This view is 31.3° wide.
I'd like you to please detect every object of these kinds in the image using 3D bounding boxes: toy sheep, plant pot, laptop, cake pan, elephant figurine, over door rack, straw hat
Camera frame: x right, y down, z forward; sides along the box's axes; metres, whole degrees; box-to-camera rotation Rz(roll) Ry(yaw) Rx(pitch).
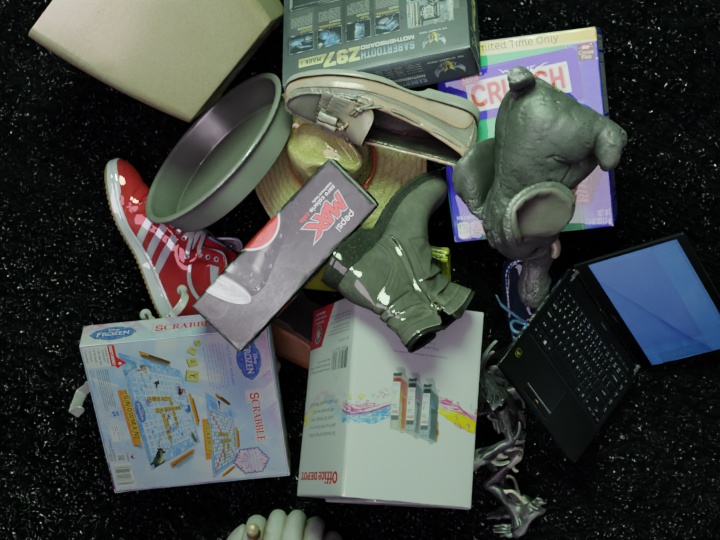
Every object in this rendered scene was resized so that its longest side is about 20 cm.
[{"bbox_3d":[-0.087,0.326,1.426,0.198,0.138,0.139,16,102,2],"label":"toy sheep"},{"bbox_3d":[-0.189,-0.270,1.330,0.177,0.200,0.200,40,104,-7],"label":"plant pot"},{"bbox_3d":[0.264,0.083,1.290,0.200,0.103,0.178,-50,126,-15],"label":"laptop"},{"bbox_3d":[-0.145,-0.119,1.347,0.200,0.201,0.037,-40,118,14],"label":"cake pan"},{"bbox_3d":[0.159,-0.072,1.231,0.154,0.142,0.201,30,100,0],"label":"elephant figurine"},{"bbox_3d":[-0.206,0.119,1.427,0.147,0.067,0.200,38,113,-22],"label":"over door rack"},{"bbox_3d":[-0.033,-0.122,1.338,0.199,0.085,0.204,-2,78,9],"label":"straw hat"}]

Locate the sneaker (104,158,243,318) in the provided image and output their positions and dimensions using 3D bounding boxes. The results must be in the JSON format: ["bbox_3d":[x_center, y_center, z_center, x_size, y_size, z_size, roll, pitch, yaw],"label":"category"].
[{"bbox_3d":[-0.200,-0.044,1.421,0.111,0.071,0.202,-20,102,17],"label":"sneaker"}]

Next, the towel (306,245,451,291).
[{"bbox_3d":[0.000,0.000,1.392,0.198,0.018,0.087,6,139,10],"label":"towel"}]

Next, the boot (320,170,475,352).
[{"bbox_3d":[0.061,-0.005,1.267,0.130,0.200,0.068,37,139,10],"label":"boot"}]

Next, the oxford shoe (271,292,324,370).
[{"bbox_3d":[-0.048,0.083,1.425,0.199,0.072,0.071,35,136,0],"label":"oxford shoe"}]

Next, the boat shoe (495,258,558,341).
[{"bbox_3d":[0.202,0.078,1.362,0.083,0.069,0.202,-22,94,13],"label":"boat shoe"}]

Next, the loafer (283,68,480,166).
[{"bbox_3d":[0.020,-0.148,1.264,0.198,0.072,0.063,9,60,-5],"label":"loafer"}]

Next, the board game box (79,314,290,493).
[{"bbox_3d":[-0.183,0.141,1.378,0.197,0.041,0.202,-5,122,0],"label":"board game box"}]

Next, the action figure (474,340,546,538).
[{"bbox_3d":[0.134,0.182,1.370,0.101,0.119,0.202,-14,102,7],"label":"action figure"}]

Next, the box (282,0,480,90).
[{"bbox_3d":[0.019,-0.257,1.311,0.198,0.051,0.159,-10,60,16],"label":"box"}]

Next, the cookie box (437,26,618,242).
[{"bbox_3d":[0.172,-0.141,1.330,0.169,0.075,0.202,-6,97,14],"label":"cookie box"}]

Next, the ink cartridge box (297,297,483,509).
[{"bbox_3d":[0.029,0.139,1.315,0.143,0.145,0.202,9,79,-20],"label":"ink cartridge box"}]

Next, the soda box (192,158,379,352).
[{"bbox_3d":[-0.073,-0.016,1.270,0.071,0.063,0.200,43,94,-1],"label":"soda box"}]
